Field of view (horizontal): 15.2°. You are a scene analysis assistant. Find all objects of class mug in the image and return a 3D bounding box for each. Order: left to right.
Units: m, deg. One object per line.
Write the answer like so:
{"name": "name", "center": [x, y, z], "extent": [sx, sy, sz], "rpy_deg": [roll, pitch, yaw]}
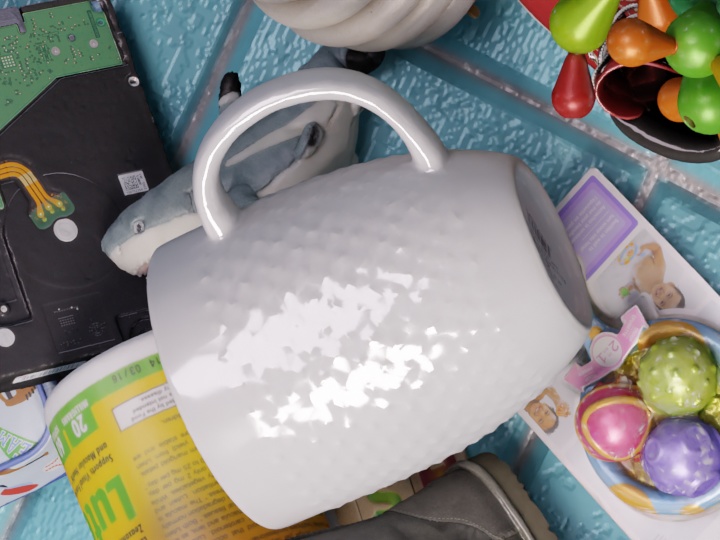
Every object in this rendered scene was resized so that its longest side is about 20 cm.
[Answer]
{"name": "mug", "center": [0.000, 0.000, 1.256], "extent": [0.175, 0.148, 0.200], "rpy_deg": [-23, 110, 14]}

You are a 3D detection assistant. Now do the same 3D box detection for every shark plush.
{"name": "shark plush", "center": [-0.049, -0.072, 1.381], "extent": [0.083, 0.091, 0.200], "rpy_deg": [34, 99, 22]}

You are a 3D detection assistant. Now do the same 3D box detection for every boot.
{"name": "boot", "center": [0.018, 0.185, 1.261], "extent": [0.182, 0.200, 0.073], "rpy_deg": [51, 142, 23]}
{"name": "boot", "center": [0.120, -0.113, 1.260], "extent": [0.200, 0.144, 0.073], "rpy_deg": [36, 114, 30]}

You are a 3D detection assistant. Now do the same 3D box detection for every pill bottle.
{"name": "pill bottle", "center": [-0.073, 0.135, 1.354], "extent": [0.111, 0.111, 0.200], "rpy_deg": [-32, 71, 22]}

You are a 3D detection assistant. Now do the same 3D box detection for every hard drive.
{"name": "hard drive", "center": [-0.168, -0.042, 1.423], "extent": [0.200, 0.139, 0.038], "rpy_deg": [69, 154, 14]}

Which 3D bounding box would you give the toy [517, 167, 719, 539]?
{"name": "toy", "center": [0.132, 0.058, 1.295], "extent": [0.115, 0.047, 0.200], "rpy_deg": [-49, 65, 18]}

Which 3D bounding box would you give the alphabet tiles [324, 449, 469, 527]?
{"name": "alphabet tiles", "center": [-0.017, 0.166, 1.389], "extent": [0.200, 0.008, 0.168], "rpy_deg": [-26, 74, 24]}

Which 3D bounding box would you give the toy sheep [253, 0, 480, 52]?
{"name": "toy sheep", "center": [-0.004, -0.173, 1.309], "extent": [0.138, 0.200, 0.138], "rpy_deg": [-19, 64, 44]}

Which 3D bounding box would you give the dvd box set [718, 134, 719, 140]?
{"name": "dvd box set", "center": [0.168, -0.165, 1.140], "extent": [0.146, 0.029, 0.200], "rpy_deg": [-52, 48, 53]}

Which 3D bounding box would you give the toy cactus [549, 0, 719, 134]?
{"name": "toy cactus", "center": [0.132, -0.138, 1.097], "extent": [0.200, 0.102, 0.166], "rpy_deg": [169, 106, -71]}

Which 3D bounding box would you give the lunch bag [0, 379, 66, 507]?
{"name": "lunch bag", "center": [-0.233, 0.035, 1.480], "extent": [0.160, 0.076, 0.200], "rpy_deg": [-27, 74, 26]}
